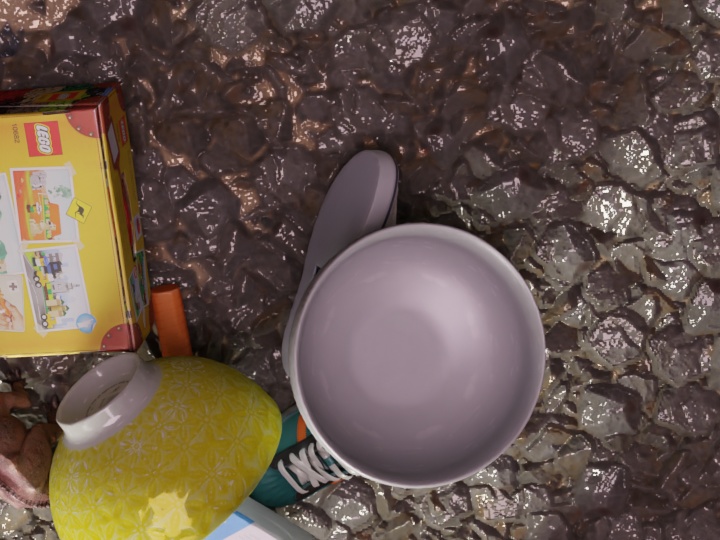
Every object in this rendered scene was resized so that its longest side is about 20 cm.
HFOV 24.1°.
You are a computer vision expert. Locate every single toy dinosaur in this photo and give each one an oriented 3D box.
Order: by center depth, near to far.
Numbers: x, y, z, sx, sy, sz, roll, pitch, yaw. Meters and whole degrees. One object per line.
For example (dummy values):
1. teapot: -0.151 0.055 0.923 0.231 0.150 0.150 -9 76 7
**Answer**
1. toy dinosaur: -0.293 0.147 1.362 0.200 0.136 0.086 36 106 -13

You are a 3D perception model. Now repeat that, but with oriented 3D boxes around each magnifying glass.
1. magnifying glass: -0.146 0.108 1.410 0.079 0.022 0.201 -8 109 2

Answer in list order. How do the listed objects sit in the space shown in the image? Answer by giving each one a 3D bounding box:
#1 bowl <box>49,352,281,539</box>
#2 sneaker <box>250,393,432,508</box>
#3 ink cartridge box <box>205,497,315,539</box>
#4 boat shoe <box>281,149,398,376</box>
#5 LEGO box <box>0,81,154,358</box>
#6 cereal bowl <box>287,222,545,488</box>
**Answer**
1. bowl: -0.170 0.128 1.296 0.200 0.200 0.108 -31 115 10
2. sneaker: -0.016 0.139 1.390 0.200 0.080 0.071 -36 107 12
3. ink cartridge box: -0.137 0.281 1.382 0.115 0.068 0.201 31 95 -2
4. boat shoe: 0.000 0.000 1.356 0.070 0.071 0.201 8 108 -33
5. LEGO box: -0.251 -0.037 1.318 0.148 0.077 0.201 -3 109 7
6. cereal bowl: 0.037 0.065 1.296 0.199 0.083 0.201 1 87 -14
